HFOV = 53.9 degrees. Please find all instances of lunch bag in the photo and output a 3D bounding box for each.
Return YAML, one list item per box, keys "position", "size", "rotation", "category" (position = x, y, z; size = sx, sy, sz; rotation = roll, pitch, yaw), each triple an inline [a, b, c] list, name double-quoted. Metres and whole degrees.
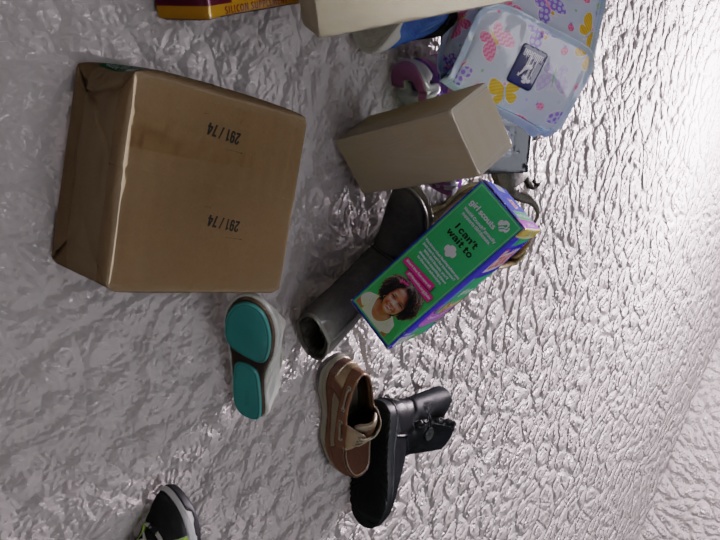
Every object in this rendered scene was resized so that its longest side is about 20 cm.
- position: [0.196, -0.282, 0.867]
  size: [0.169, 0.127, 0.201]
  rotation: [23, 75, -17]
  category: "lunch bag"

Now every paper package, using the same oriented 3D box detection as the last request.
- position: [-0.162, -0.079, 0.661]
  size: [0.199, 0.103, 0.192]
  rotation: [1, 102, -48]
  category: "paper package"

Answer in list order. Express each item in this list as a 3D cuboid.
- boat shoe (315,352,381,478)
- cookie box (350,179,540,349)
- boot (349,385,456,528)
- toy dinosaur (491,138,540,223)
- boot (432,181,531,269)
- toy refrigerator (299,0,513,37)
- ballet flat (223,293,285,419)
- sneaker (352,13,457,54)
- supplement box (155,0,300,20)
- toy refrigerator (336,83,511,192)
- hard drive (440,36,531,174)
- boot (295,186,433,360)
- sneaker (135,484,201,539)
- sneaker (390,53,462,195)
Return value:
- position: [-0.011, 0.209, 0.966]
  size: [0.076, 0.071, 0.201]
  rotation: [-34, 128, -36]
  category: "boat shoe"
- position: [0.106, -0.008, 0.829]
  size: [0.200, 0.075, 0.171]
  rotation: [-44, 168, 16]
  category: "cookie box"
- position: [0.072, 0.282, 1.085]
  size: [0.167, 0.076, 0.202]
  rotation: [3, 95, -45]
  category: "boot"
- position: [0.227, -0.166, 1.090]
  size: [0.102, 0.077, 0.202]
  rotation: [-14, 102, -40]
  category: "toy dinosaur"
- position: [0.185, -0.067, 1.020]
  size: [0.199, 0.155, 0.073]
  rotation: [-26, 123, -41]
  category: "boot"
- position: [0.043, -0.277, 0.652]
  size: [0.199, 0.070, 0.076]
  rotation: [-16, 124, -12]
  category: "toy refrigerator"
- position: [-0.113, 0.084, 0.793]
  size: [0.069, 0.069, 0.201]
  rotation: [-33, 146, -36]
  category: "ballet flat"
- position: [0.086, -0.319, 0.798]
  size: [0.111, 0.199, 0.077]
  rotation: [-34, 93, -43]
  category: "sneaker"
- position: [-0.129, -0.331, 0.616]
  size: [0.110, 0.085, 0.201]
  rotation: [-29, 124, -39]
  category: "supplement box"
- position: [0.068, -0.146, 0.803]
  size: [0.070, 0.199, 0.076]
  rotation: [-41, 112, -29]
  category: "toy refrigerator"
- position: [0.177, -0.237, 0.990]
  size: [0.138, 0.033, 0.202]
  rotation: [-4, 111, -12]
  category: "hard drive"
- position: [0.002, 0.000, 0.889]
  size: [0.199, 0.072, 0.183]
  rotation: [-34, 145, -30]
  category: "boot"
- position: [-0.232, 0.332, 0.760]
  size: [0.082, 0.071, 0.202]
  rotation: [7, 99, -48]
  category: "sneaker"
- position: [0.110, -0.196, 0.936]
  size: [0.088, 0.080, 0.201]
  rotation: [-37, 127, -26]
  category: "sneaker"
